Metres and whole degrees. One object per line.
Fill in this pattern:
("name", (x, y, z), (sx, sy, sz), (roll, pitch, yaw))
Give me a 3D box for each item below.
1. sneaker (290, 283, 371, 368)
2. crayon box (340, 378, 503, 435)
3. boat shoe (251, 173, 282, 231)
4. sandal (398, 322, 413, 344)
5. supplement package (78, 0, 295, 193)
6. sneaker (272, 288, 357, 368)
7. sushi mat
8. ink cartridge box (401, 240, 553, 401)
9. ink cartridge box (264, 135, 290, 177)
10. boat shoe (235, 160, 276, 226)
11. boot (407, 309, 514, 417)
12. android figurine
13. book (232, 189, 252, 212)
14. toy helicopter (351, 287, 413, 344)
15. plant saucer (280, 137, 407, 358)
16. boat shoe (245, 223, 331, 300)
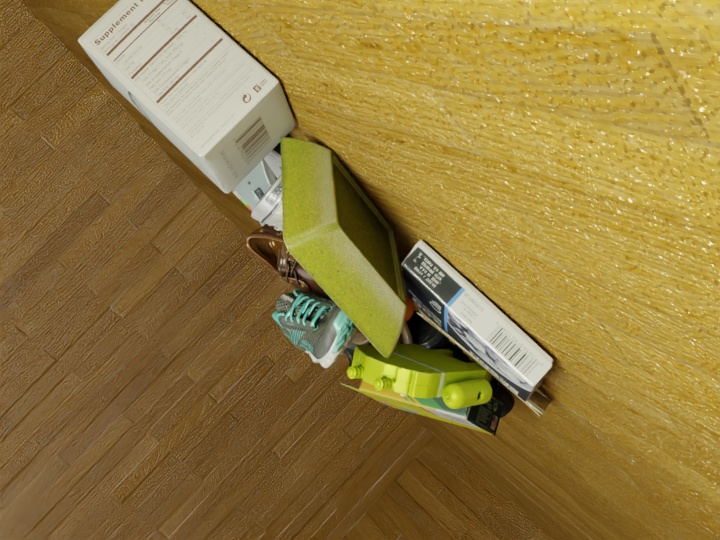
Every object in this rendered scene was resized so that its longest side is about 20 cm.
("sneaker", (-0.042, 0.070, 1.302), (0.200, 0.083, 0.071), (51, 167, -14))
("crayon box", (0.087, 0.173, 1.296), (0.199, 0.051, 0.127), (11, 167, 29))
("boat shoe", (-0.085, -0.077, 1.111), (0.066, 0.072, 0.200), (39, 173, -6))
("sandal", (0.019, 0.056, 1.246), (0.078, 0.069, 0.213), (48, 156, 49))
("supplement package", (-0.186, -0.204, 1.009), (0.200, 0.117, 0.117), (43, 174, 15))
("sneaker", (-0.059, 0.060, 1.070), (0.091, 0.078, 0.200), (36, 164, -8))
("sushi mat", (0.156, 0.111, 1.162), (0.200, 0.012, 0.096), (40, -169, 11))
("ink cartridge box", (0.133, 0.068, 1.075), (0.198, 0.043, 0.200), (43, 174, 15))
("ink cartridge box", (-0.081, -0.121, 1.231), (0.095, 0.037, 0.200), (40, 169, 27))
("boat shoe", (-0.137, -0.129, 1.375), (0.201, 0.071, 0.091), (61, -157, 0))
("boot", (0.147, 0.146, 1.346), (0.200, 0.066, 0.165), (47, 175, -12))
("android figurine", (0.071, 0.126, 1.143), (0.181, 0.041, 0.199), (18, -169, 41))
("book", (-0.137, -0.096, 1.488), (0.200, 0.048, 0.134), (47, -166, -33))
("toy helicopter", (-0.022, -0.001, 1.184), (0.132, 0.079, 0.201), (-29, 77, 50))
("plant saucer", (-0.010, -0.036, 1.009), (0.200, 0.048, 0.201), (49, -159, -35))
("boat shoe", (-0.070, -0.005, 1.130), (0.200, 0.067, 0.073), (32, 123, 44))
